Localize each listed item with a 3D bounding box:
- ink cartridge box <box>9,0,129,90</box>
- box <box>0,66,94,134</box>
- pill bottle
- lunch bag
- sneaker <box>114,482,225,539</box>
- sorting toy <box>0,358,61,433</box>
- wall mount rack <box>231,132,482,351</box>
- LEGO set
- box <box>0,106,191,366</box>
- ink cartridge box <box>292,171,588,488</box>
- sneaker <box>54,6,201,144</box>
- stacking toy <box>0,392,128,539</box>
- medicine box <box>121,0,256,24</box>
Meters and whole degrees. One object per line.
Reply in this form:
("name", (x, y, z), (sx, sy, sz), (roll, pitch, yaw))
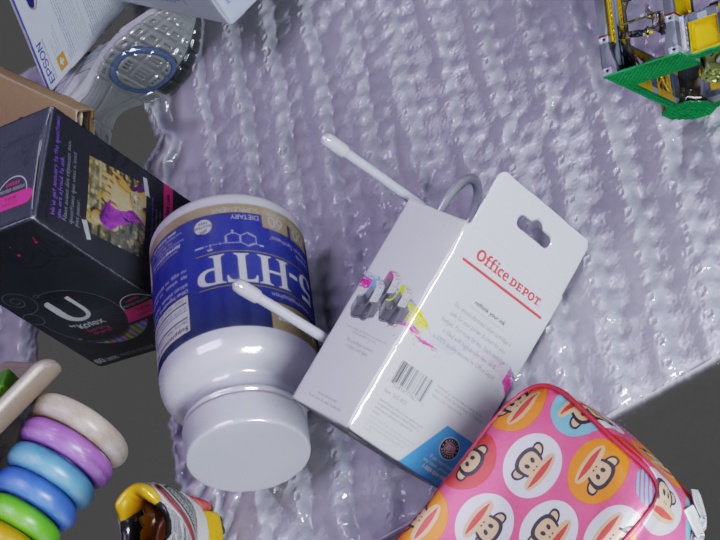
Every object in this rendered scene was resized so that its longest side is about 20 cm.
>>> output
("ink cartridge box", (-0.268, -0.283, 1.981), (0.043, 0.197, 0.200), (0, 35, 29))
("box", (-0.284, -0.082, 1.975), (0.200, 0.021, 0.164), (25, 120, 48))
("pill bottle", (-0.090, 0.055, 1.694), (0.120, 0.120, 0.200), (-31, 47, 25))
("lunch bag", (0.114, 0.187, 1.440), (0.200, 0.082, 0.176), (-51, 41, 3))
("sneaker", (-0.143, 0.240, 1.648), (0.078, 0.082, 0.200), (-33, 46, 23))
("sorting toy", (-0.327, 0.135, 1.831), (0.185, 0.036, 0.200), (-47, 10, -17))
("wall mount rack", (0.000, 0.000, 1.605), (0.074, 0.174, 0.200), (26, 82, 25))
("LEGO set", (0.243, -0.186, 1.516), (0.200, 0.153, 0.116), (-20, 68, 43))
("box", (-0.220, -0.023, 1.807), (0.122, 0.200, 0.106), (-18, 52, 35))
("ink cartridge box", (0.057, 0.034, 1.572), (0.068, 0.115, 0.200), (25, 81, 48))
("sneaker", (-0.219, -0.168, 2.006), (0.200, 0.074, 0.087), (-42, 37, 13))
("stacking toy", (-0.261, 0.194, 1.761), (0.085, 0.085, 0.200), (8, 58, 46))
("medicine box", (-0.123, -0.317, 1.950), (0.182, 0.103, 0.200), (17, 58, 47))
